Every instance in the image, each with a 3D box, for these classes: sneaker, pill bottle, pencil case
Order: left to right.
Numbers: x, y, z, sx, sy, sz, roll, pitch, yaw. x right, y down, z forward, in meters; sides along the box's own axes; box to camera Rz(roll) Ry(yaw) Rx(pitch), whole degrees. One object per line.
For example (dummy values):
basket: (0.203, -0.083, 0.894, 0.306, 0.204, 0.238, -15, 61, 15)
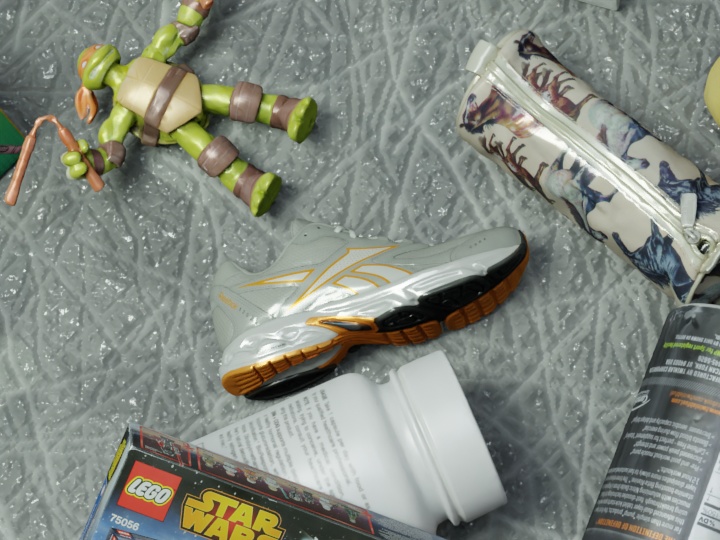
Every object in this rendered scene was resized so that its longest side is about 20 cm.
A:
pill bottle: (-0.026, 0.127, 1.132, 0.199, 0.113, 0.114, -24, 72, 0)
sneaker: (0.000, 0.000, 1.191, 0.199, 0.076, 0.093, -19, 67, 0)
pencil case: (0.144, -0.059, 1.179, 0.200, 0.090, 0.078, 40, 79, 17)
pill bottle: (0.186, 0.128, 1.108, 0.106, 0.106, 0.201, 21, 77, 13)

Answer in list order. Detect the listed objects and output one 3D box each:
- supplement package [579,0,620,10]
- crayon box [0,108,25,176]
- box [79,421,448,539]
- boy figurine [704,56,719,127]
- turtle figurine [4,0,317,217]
supplement package: (0.117, -0.300, 1.201, 0.146, 0.191, 0.201, 17, 75, 11)
crayon box: (-0.282, -0.125, 1.197, 0.119, 0.200, 0.058, 43, 83, 17)
box: (-0.057, 0.179, 1.062, 0.199, 0.040, 0.138, 22, 103, -13)
boy figurine: (0.274, -0.066, 1.155, 0.124, 0.065, 0.200, -14, 44, -25)
turtle figurine: (-0.119, -0.094, 1.238, 0.160, 0.064, 0.201, 27, 70, 7)
